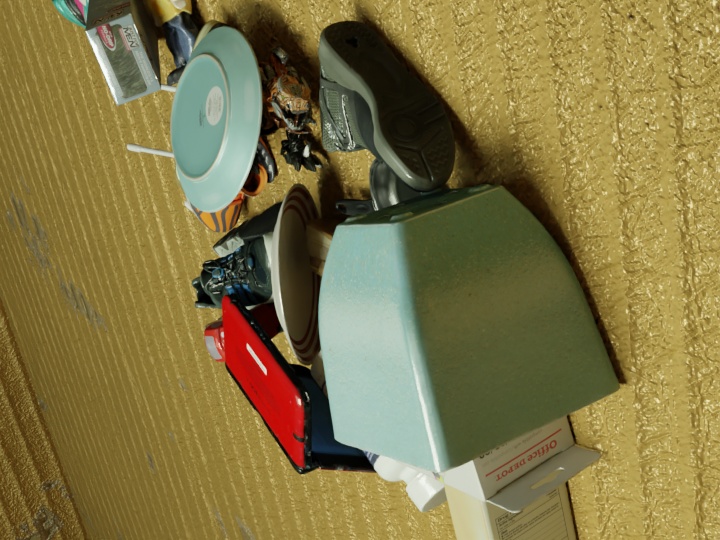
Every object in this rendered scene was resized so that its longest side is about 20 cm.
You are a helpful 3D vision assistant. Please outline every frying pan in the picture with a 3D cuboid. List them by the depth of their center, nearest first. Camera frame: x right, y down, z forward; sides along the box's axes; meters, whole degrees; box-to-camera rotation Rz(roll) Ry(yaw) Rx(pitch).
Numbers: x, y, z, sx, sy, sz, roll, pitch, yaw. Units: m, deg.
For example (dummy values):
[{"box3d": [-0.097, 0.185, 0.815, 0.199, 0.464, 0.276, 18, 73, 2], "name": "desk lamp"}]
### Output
[{"box3d": [0.035, -0.052, 1.252, 0.115, 0.031, 0.190, 62, 158, 6], "name": "frying pan"}]

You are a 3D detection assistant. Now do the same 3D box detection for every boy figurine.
[{"box3d": [-0.236, -0.327, 1.482, 0.124, 0.064, 0.201, 16, 130, 66], "name": "boy figurine"}]

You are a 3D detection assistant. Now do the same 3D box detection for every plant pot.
[{"box3d": [0.074, 0.035, 1.083, 0.196, 0.196, 0.201, 4, 112, 62], "name": "plant pot"}]

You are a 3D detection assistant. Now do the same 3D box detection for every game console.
[{"box3d": [-0.065, 0.127, 1.410, 0.200, 0.118, 0.173, 48, 147, 42], "name": "game console"}]

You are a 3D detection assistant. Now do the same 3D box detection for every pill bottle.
[{"box3d": [0.042, 0.156, 1.340, 0.200, 0.111, 0.111, 54, 153, 21], "name": "pill bottle"}]

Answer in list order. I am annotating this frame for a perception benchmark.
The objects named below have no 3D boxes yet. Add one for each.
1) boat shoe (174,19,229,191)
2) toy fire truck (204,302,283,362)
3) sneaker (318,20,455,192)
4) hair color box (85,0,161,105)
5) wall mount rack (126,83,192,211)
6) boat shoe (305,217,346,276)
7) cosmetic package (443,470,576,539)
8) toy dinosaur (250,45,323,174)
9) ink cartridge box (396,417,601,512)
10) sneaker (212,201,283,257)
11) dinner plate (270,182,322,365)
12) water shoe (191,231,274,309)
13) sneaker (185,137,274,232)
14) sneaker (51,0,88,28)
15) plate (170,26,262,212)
[{"box3d": [-0.163, -0.186, 1.429, 0.064, 0.073, 0.201, 12, 99, 24], "name": "boat shoe"}, {"box3d": [-0.151, 0.063, 1.592, 0.140, 0.200, 0.049, -14, 104, 36], "name": "toy fire truck"}, {"box3d": [0.021, -0.131, 1.158, 0.200, 0.076, 0.115, 53, 155, 29], "name": "sneaker"}, {"box3d": [-0.292, -0.290, 1.530, 0.200, 0.060, 0.099, -111, 1, -61], "name": "hair color box"}, {"box3d": [-0.243, -0.175, 1.623, 0.174, 0.074, 0.201, 45, 148, 35], "name": "wall mount rack"}, {"box3d": [0.000, 0.000, 1.309, 0.200, 0.073, 0.070, -143, 53, -60], "name": "boat shoe"}, {"box3d": [0.157, 0.273, 1.239, 0.071, 0.105, 0.201, 23, 132, 55], "name": "cosmetic package"}, {"box3d": [-0.089, -0.178, 1.335, 0.200, 0.101, 0.137, -85, -3, -70], "name": "toy dinosaur"}, {"box3d": [0.120, 0.153, 1.181, 0.200, 0.115, 0.068, 12, 125, 59], "name": "ink cartridge box"}, {"box3d": [-0.112, -0.026, 1.532, 0.089, 0.074, 0.200, 52, 158, -8], "name": "sneaker"}, {"box3d": [-0.070, 0.005, 1.365, 0.200, 0.024, 0.202, -4, -90, -78], "name": "dinner plate"}, {"box3d": [-0.143, 0.012, 1.433, 0.200, 0.078, 0.072, 139, 122, -63], "name": "water shoe"}, {"box3d": [-0.160, -0.106, 1.526, 0.112, 0.077, 0.201, 46, 149, 36], "name": "sneaker"}, {"box3d": [-0.373, -0.406, 1.659, 0.120, 0.083, 0.201, 14, 127, 47], "name": "sneaker"}, {"box3d": [-0.165, -0.164, 1.334, 0.200, 0.025, 0.202, -8, 81, 55], "name": "plate"}]
